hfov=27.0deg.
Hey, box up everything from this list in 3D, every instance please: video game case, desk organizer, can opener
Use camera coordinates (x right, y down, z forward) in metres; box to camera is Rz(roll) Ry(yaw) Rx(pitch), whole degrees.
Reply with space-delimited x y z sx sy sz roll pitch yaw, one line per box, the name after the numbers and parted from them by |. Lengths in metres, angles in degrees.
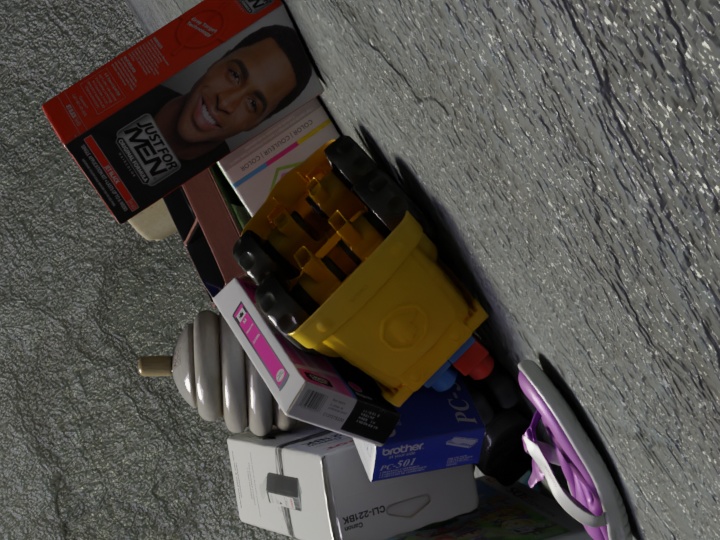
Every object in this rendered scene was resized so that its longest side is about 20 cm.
0.079 0.227 1.298 0.182 0.198 0.022 -162 63 -66 | video game case
-0.153 -0.071 1.357 0.202 0.076 0.072 64 -166 8 | desk organizer
0.082 0.082 1.300 0.067 0.052 0.200 57 174 -24 | can opener

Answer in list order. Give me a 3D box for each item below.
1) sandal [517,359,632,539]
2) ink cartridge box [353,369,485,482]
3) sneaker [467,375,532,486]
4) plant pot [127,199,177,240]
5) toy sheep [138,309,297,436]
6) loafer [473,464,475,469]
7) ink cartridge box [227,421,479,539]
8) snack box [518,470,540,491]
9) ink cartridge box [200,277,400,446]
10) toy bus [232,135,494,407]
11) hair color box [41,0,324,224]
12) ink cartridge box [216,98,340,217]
0.146 0.148 1.063 0.204 0.050 0.083 61 174 -37 | sandal
0.024 0.079 1.228 0.201 0.093 0.045 -115 24 -45 | ink cartridge box
0.106 0.133 1.335 0.104 0.060 0.200 50 177 22 | sneaker
-0.182 -0.135 1.587 0.201 0.183 0.201 56 -174 -9 | plant pot
-0.097 0.085 1.329 0.138 0.198 0.140 174 90 -84 | toy sheep
0.068 0.187 1.476 0.200 0.074 0.070 48 -148 -50 | loafer
-0.010 0.176 1.313 0.199 0.143 0.085 -1 100 62 | ink cartridge box
0.107 0.144 1.544 0.117 0.037 0.200 59 175 -35 | snack box
-0.050 0.059 1.168 0.094 0.037 0.200 22 -165 -35 | ink cartridge box
0.016 0.012 1.164 0.192 0.136 0.200 41 -174 -29 | toy bus
-0.138 -0.136 1.184 0.061 0.199 0.102 51 174 42 | hair color box
-0.037 -0.049 1.331 0.201 0.103 0.059 58 176 -16 | ink cartridge box
